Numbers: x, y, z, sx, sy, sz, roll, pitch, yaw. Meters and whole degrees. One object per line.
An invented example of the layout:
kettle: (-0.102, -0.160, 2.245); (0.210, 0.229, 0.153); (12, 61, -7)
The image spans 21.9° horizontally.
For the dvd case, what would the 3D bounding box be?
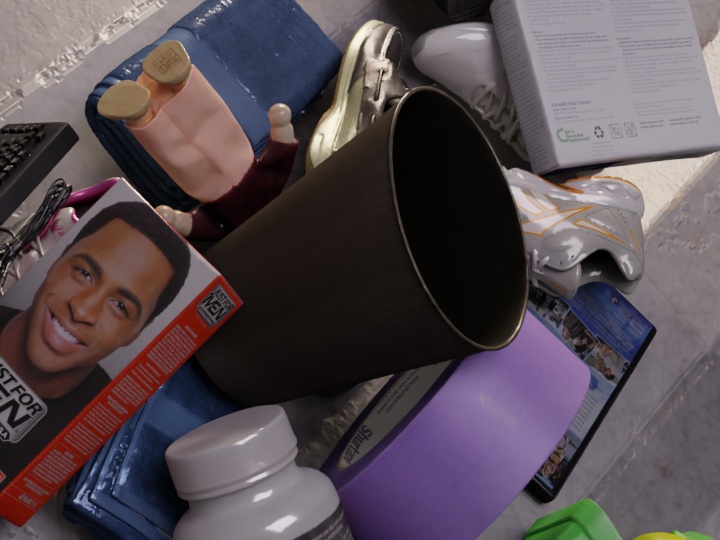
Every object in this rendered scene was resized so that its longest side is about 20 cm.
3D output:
dvd case: (0.139, 0.065, 1.451); (0.143, 0.018, 0.200); (43, 52, -6)

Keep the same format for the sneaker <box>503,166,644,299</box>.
sneaker: (0.132, -0.024, 1.434); (0.198, 0.076, 0.093); (1, 60, -12)

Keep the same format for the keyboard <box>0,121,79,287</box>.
keyboard: (-0.251, -0.033, 1.215); (0.200, 0.126, 0.021); (-55, 137, -36)

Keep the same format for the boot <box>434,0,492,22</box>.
boot: (0.087, -0.267, 1.549); (0.132, 0.070, 0.199); (43, 23, 25)

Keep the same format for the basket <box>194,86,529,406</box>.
basket: (-0.010, 0.002, 1.213); (0.135, 0.199, 0.182); (24, 51, -44)

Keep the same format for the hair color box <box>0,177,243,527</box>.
hair color box: (-0.181, 0.051, 1.168); (0.200, 0.061, 0.101); (-46, 68, -7)

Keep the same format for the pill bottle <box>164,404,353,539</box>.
pill bottle: (-0.054, 0.194, 1.181); (0.110, 0.110, 0.202); (-26, 102, -37)

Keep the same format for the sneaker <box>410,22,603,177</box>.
sneaker: (0.130, -0.139, 1.514); (0.199, 0.070, 0.081); (20, 61, -21)

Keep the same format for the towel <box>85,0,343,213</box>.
towel: (-0.108, -0.133, 1.375); (0.112, 0.048, 0.200); (49, 54, -3)

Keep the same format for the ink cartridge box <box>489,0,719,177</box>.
ink cartridge box: (0.197, -0.183, 1.512); (0.198, 0.040, 0.202); (-7, 82, -37)

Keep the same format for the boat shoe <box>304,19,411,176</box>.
boat shoe: (0.012, -0.111, 1.371); (0.065, 0.072, 0.202); (5, 42, 14)

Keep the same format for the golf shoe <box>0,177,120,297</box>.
golf shoe: (-0.224, -0.002, 1.226); (0.075, 0.091, 0.200); (51, 54, -1)

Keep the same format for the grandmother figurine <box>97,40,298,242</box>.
grandmother figurine: (-0.092, -0.068, 1.284); (0.200, 0.121, 0.061); (55, 0, -41)

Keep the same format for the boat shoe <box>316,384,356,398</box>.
boat shoe: (0.000, 0.000, 1.371); (0.201, 0.073, 0.076); (-59, 142, -20)

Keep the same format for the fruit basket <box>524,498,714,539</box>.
fruit basket: (0.204, 0.251, 1.330); (0.213, 0.156, 0.218); (4, 74, -13)

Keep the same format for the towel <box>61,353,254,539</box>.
towel: (-0.121, 0.102, 1.248); (0.112, 0.048, 0.201); (42, 50, -29)

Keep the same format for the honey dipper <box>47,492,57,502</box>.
honey dipper: (-0.179, 0.067, 1.256); (0.038, 0.038, 0.201); (34, 50, -11)

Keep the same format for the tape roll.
tape roll: (0.059, 0.112, 1.267); (0.085, 0.200, 0.200); (42, 53, -5)
